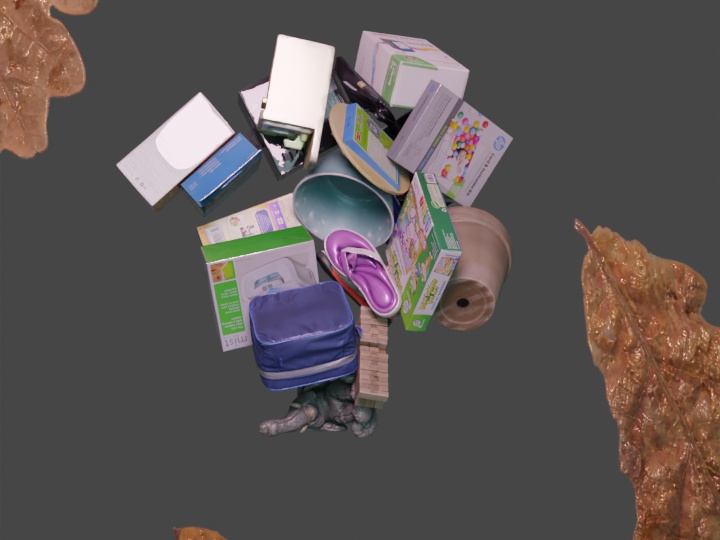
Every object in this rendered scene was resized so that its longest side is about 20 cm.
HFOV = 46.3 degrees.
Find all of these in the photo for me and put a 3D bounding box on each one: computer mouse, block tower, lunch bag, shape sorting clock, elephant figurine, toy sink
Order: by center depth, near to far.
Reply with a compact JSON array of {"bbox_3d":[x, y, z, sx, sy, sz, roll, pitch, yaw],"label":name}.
[{"bbox_3d":[-0.091,0.118,1.472,0.196,0.137,0.134,-10,129,-8],"label":"lunch bag"},{"bbox_3d":[-0.121,-0.291,1.486,0.110,0.130,0.205,9,89,-9],"label":"toy sink"},{"bbox_3d":[0.016,-0.217,1.509,0.039,0.200,0.201,-34,95,26],"label":"shape sorting clock"},{"bbox_3d":[0.020,0.154,1.517,0.053,0.058,0.203,8,46,-7],"label":"block tower"},{"bbox_3d":[-0.072,0.250,1.576,0.196,0.156,0.144,-15,53,15],"label":"elephant figurine"},{"bbox_3d":[-0.002,-0.330,1.583,0.046,0.140,0.201,-40,76,5],"label":"computer mouse"}]

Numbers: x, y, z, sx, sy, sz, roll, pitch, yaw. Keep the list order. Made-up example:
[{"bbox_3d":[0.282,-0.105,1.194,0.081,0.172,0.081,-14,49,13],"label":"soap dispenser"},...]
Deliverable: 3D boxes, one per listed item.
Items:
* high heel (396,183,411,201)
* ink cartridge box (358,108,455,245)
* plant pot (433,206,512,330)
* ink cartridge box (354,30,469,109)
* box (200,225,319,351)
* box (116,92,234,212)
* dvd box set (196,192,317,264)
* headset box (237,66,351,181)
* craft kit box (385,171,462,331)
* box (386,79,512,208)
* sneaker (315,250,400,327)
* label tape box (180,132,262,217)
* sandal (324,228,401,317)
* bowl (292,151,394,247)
[{"bbox_3d":[0.148,-0.196,1.608,0.196,0.067,0.098,-18,103,-17],"label":"high heel"},{"bbox_3d":[0.083,-0.187,1.656,0.198,0.043,0.200,-34,95,-9],"label":"ink cartridge box"},{"bbox_3d":[0.186,0.011,1.558,0.195,0.175,0.203,3,124,4],"label":"plant pot"},{"bbox_3d":[0.091,-0.370,1.569,0.142,0.201,0.089,2,118,-23],"label":"ink cartridge box"},{"bbox_3d":[-0.178,0.031,1.544,0.196,0.097,0.180,-12,113,-13],"label":"box"},{"bbox_3d":[-0.334,-0.213,1.543,0.200,0.124,0.098,-43,95,-8],"label":"box"},{"bbox_3d":[-0.197,-0.046,1.607,0.197,0.029,0.149,-21,92,-11],"label":"dvd box set"},{"bbox_3d":[-0.120,-0.290,1.598,0.198,0.093,0.176,-30,93,-9],"label":"headset box"},{"bbox_3d":[0.107,-0.033,1.497,0.047,0.200,0.202,2,44,-16],"label":"craft kit box"},{"bbox_3d":[0.163,-0.225,1.529,0.198,0.041,0.157,28,100,-35],"label":"box"},{"bbox_3d":[0.013,0.007,1.623,0.201,0.067,0.108,45,83,-10],"label":"sneaker"},{"bbox_3d":[-0.251,-0.175,1.517,0.143,0.200,0.066,-43,92,-9],"label":"label tape box"},{"bbox_3d":[0.005,-0.005,1.531,0.082,0.050,0.203,-43,68,1],"label":"sandal"},{"bbox_3d":[-0.020,-0.143,1.577,0.198,0.201,0.106,25,53,-8],"label":"bowl"}]
